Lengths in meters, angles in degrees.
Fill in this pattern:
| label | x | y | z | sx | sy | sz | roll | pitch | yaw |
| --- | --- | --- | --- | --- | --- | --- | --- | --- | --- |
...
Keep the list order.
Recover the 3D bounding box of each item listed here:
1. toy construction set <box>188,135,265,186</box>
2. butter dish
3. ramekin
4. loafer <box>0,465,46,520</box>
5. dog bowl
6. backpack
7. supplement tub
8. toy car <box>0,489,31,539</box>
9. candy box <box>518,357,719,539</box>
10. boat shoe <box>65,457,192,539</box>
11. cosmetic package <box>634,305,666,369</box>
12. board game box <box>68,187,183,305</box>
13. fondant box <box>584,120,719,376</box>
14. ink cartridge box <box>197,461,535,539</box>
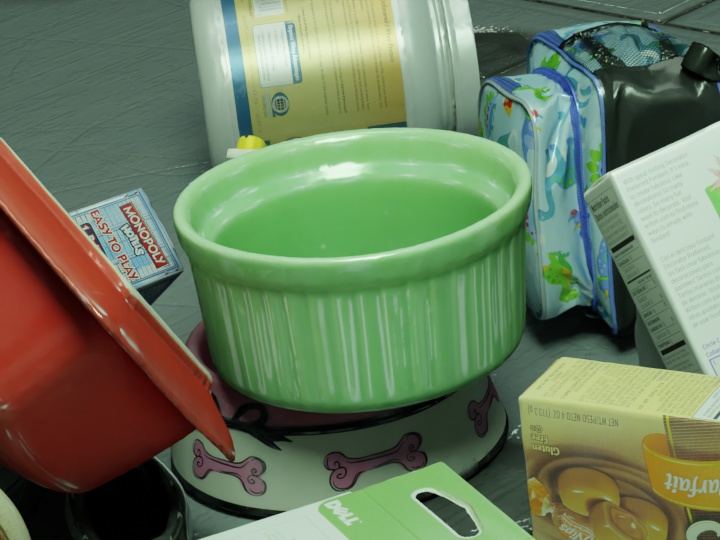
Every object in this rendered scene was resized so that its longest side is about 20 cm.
| label | x | y | z | sx | sy | sz | roll | pitch | yaw |
| --- | --- | --- | --- | --- | --- | --- | --- | --- | --- |
| toy construction set | -0.017 | -0.013 | 1.726 | 0.131 | 0.092 | 0.200 | -5 | -20 | 21 |
| butter dish | -0.186 | 0.041 | 1.434 | 0.148 | 0.199 | 0.200 | -42 | 61 | -3 |
| ramekin | 0.000 | 0.000 | 1.543 | 0.199 | 0.098 | 0.200 | -5 | 23 | 2 |
| loafer | -0.186 | 0.088 | 1.594 | 0.063 | 0.072 | 0.200 | 30 | 37 | 15 |
| dog bowl | -0.017 | 0.067 | 1.611 | 0.200 | 0.074 | 0.200 | -6 | 22 | 3 |
| backpack | 0.151 | -0.066 | 1.741 | 0.147 | 0.184 | 0.200 | -8 | 17 | -5 |
| supplement tub | -0.019 | -0.146 | 2.028 | 0.199 | 0.145 | 0.145 | -8 | 22 | -3 |
| toy car | -0.272 | 0.169 | 1.354 | 0.158 | 0.165 | 0.200 | 11 | 41 | 36 |
| candy box | 0.182 | 0.115 | 1.380 | 0.200 | 0.116 | 0.055 | 6 | 27 | 29 |
| boat shoe | -0.128 | 0.128 | 1.503 | 0.070 | 0.066 | 0.200 | -9 | 23 | -4 |
| cosmetic package | 0.260 | 0.034 | 1.567 | 0.199 | 0.107 | 0.090 | -14 | 24 | -12 |
| board game box | -0.203 | 0.035 | 1.616 | 0.200 | 0.062 | 0.200 | -25 | -16 | -12 |
| fondant box | 0.229 | 0.014 | 1.475 | 0.144 | 0.200 | 0.058 | -24 | -4 | -13 |
| ink cartridge box | -0.021 | 0.167 | 1.388 | 0.200 | 0.059 | 0.104 | -16 | 25 | -21 |
